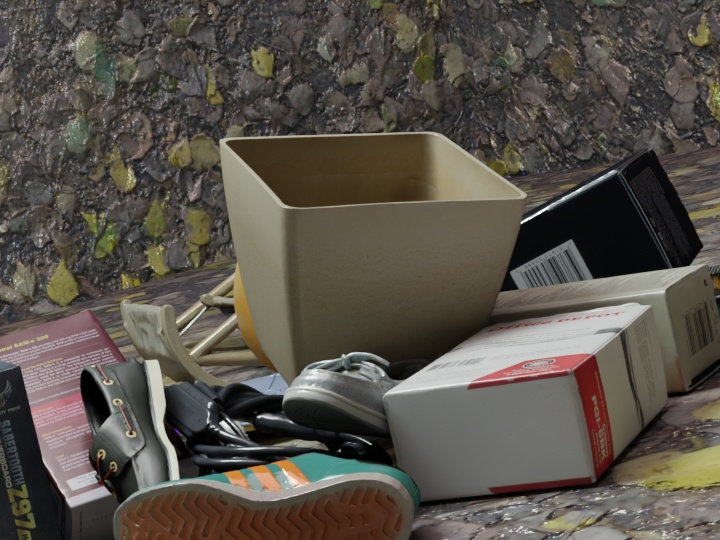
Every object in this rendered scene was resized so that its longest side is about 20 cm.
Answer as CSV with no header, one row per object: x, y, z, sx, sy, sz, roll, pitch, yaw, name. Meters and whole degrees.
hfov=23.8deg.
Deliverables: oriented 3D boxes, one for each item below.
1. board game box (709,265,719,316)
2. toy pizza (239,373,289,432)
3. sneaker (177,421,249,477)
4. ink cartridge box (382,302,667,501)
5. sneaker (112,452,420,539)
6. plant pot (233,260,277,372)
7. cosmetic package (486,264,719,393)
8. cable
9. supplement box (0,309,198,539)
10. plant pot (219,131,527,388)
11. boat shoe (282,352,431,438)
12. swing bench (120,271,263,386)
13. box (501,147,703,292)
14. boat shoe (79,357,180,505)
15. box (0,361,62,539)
0.330,0.026,1.684,0.134,0.028,0.200,-11,6,19,board game box
-0.086,0.130,1.617,0.199,0.032,0.200,-12,7,1,toy pizza
-0.187,0.154,1.434,0.099,0.070,0.200,-21,9,-40,sneaker
0.126,0.093,1.239,0.146,0.083,0.200,-10,7,27,ink cartridge box
-0.058,0.161,1.118,0.199,0.072,0.080,-4,6,9,sneaker
0.005,0.023,1.718,0.200,0.201,0.183,-18,20,-40,plant pot
0.189,0.057,1.418,0.199,0.088,0.103,-8,9,35,cosmetic package
-0.056,0.134,1.280,0.163,0.051,0.200,15,5,-36,cable
-0.218,0.123,1.329,0.108,0.061,0.200,-16,45,-27,supplement box
0.000,0.000,1.391,0.199,0.178,0.200,-3,20,-19,plant pot
0.005,0.087,1.247,0.074,0.065,0.202,2,-8,28,boat shoe
-0.144,0.066,1.917,0.199,0.130,0.199,-21,9,-19,swing bench
0.208,-0.014,1.653,0.199,0.124,0.197,-29,2,21,box
-0.162,0.139,1.215,0.063,0.074,0.202,-2,37,-16,boat shoe
-0.285,0.148,1.286,0.051,0.159,0.200,-16,6,-27,box
